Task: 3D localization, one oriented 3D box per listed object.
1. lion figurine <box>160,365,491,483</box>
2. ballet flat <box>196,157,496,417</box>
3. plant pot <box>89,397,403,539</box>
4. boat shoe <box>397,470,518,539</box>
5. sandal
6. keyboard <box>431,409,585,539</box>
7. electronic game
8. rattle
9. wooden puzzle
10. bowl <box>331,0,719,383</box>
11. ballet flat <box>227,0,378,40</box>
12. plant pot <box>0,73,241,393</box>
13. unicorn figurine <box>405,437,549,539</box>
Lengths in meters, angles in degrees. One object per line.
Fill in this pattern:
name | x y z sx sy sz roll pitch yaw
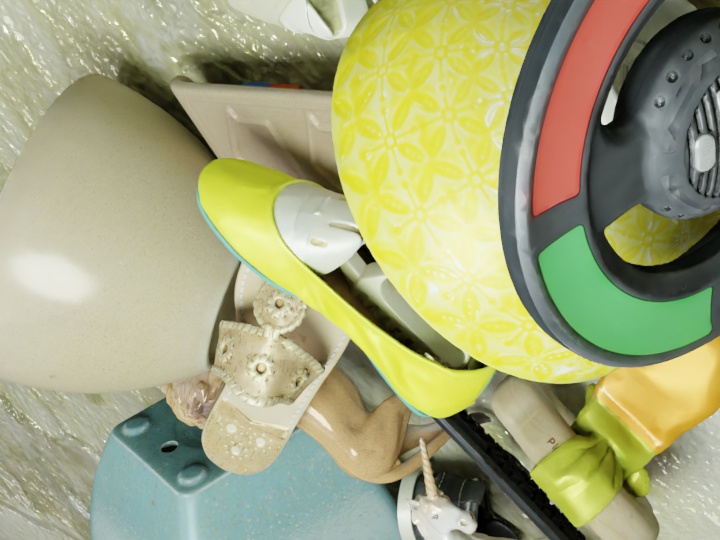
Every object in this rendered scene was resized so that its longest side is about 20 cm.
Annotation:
lion figurine | -0.024 0.088 1.088 0.199 0.123 0.073 29 148 12
ballet flat | 0.000 0.000 0.901 0.200 0.067 0.067 44 138 -11
plant pot | -0.083 0.186 1.190 0.196 0.195 0.202 30 141 49
boat shoe | 0.086 0.216 1.199 0.067 0.072 0.201 -8 137 18
sandal | -0.055 0.065 0.981 0.077 0.070 0.213 20 130 -2
keyboard | 0.071 0.104 1.024 0.200 0.021 0.127 47 180 -13
electronic game | 0.128 -0.057 0.610 0.042 0.200 0.201 32 154 44
rattle | 0.165 0.091 0.982 0.130 0.144 0.200 32 179 32
wooden puzzle | -0.005 -0.043 0.960 0.199 0.046 0.186 16 146 49
bowl | 0.097 -0.064 0.703 0.200 0.201 0.107 43 141 -10
ballet flat | -0.005 -0.149 0.802 0.069 0.070 0.200 44 149 -11
plant pot | -0.138 -0.006 1.026 0.133 0.201 0.201 20 147 8
unicorn figurine | 0.109 0.202 1.089 0.137 0.074 0.200 42 -172 37
